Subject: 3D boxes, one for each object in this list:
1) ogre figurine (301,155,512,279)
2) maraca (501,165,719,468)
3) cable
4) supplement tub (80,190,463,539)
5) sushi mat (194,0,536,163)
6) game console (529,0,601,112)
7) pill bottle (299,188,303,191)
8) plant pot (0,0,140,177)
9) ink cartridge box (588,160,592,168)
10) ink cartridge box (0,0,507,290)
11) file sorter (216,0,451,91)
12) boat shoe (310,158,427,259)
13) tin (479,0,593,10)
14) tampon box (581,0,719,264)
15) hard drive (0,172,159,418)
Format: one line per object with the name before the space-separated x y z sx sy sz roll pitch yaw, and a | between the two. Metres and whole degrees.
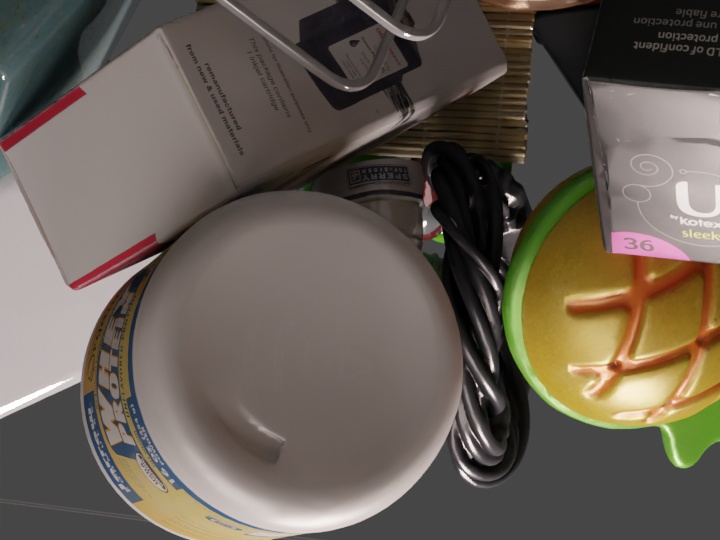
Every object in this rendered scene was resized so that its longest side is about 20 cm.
ogre figurine | 0.026 -0.051 1.208 0.119 0.099 0.200 6 154 2
maraca | 0.148 0.021 1.034 0.199 0.137 0.107 35 -171 -37
cable | 0.057 0.022 1.090 0.050 0.165 0.200 1 165 10
supplement tub | -0.049 0.051 0.979 0.144 0.146 0.200 24 164 -12
sushi mat | -0.002 -0.110 1.143 0.198 0.097 0.012 4 -174 20
game console | 0.203 -0.085 1.136 0.175 0.031 0.200 -6 141 32
pill bottle | -0.106 -0.024 1.248 0.103 0.105 0.199 -5 164 31
plant pot | -0.200 -0.160 1.047 0.194 0.201 0.197 20 149 -7
ink cartridge box | 0.190 -0.032 1.121 0.145 0.085 0.201 18 150 3
ink cartridge box | -0.048 -0.080 1.027 0.144 0.199 0.085 -26 91 46
file sorter | 0.022 -0.191 0.901 0.138 0.125 0.200 35 140 -18
boat shoe | 0.000 0.000 1.096 0.071 0.066 0.200 -4 167 -14
tin | 0.063 -0.199 1.019 0.111 0.042 0.200 -7 141 27
tampon box | 0.190 -0.114 0.932 0.148 0.201 0.127 7 147 17
hard drive | -0.142 -0.011 1.134 0.025 0.199 0.133 42 152 54
